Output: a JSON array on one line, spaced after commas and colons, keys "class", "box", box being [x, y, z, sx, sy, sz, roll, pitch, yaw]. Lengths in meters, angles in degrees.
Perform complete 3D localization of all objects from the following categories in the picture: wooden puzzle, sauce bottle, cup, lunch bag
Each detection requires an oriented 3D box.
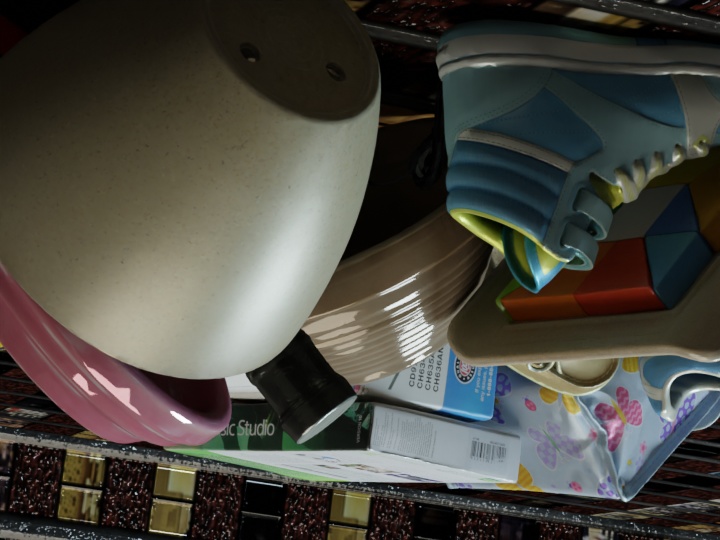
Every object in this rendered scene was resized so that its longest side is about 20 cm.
[{"class": "wooden puzzle", "box": [0.156, -0.022, 1.362, 0.200, 0.185, 0.037, -1, 131, 52]}, {"class": "sauce bottle", "box": [-0.077, 0.000, 1.333, 0.065, 0.200, 0.065, -38, 173, -6]}, {"class": "cup", "box": [-0.070, -0.069, 1.235, 0.200, 0.201, 0.143, 14, 139, -33]}, {"class": "lunch bag", "box": [0.160, 0.064, 1.784, 0.169, 0.200, 0.127, -2, 123, 44]}]

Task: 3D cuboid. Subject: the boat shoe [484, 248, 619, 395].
[{"class": "boat shoe", "box": [0.096, 0.009, 1.594, 0.201, 0.073, 0.063, 50, 173, -24]}]

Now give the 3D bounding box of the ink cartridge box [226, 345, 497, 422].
[{"class": "ink cartridge box", "box": [-0.026, 0.014, 1.687, 0.200, 0.148, 0.144, 14, 168, -36]}]

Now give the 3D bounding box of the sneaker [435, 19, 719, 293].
[{"class": "sneaker", "box": [0.132, -0.049, 1.298, 0.199, 0.131, 0.080, 6, 170, -6]}]

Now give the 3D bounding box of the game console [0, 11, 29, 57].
[{"class": "game console", "box": [-0.235, -0.085, 1.411, 0.200, 0.031, 0.177, -21, 140, 40]}]

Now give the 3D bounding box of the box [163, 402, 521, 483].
[{"class": "box", "box": [-0.013, 0.115, 1.725, 0.200, 0.036, 0.144, -5, 164, 44]}]

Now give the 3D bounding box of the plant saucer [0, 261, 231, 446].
[{"class": "plant saucer", "box": [-0.146, 0.014, 1.320, 0.051, 0.201, 0.200, -38, 157, 10]}]

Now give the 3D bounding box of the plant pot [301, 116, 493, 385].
[{"class": "plant pot", "box": [0.000, 0.000, 1.452, 0.200, 0.093, 0.201, -21, -158, 9]}]

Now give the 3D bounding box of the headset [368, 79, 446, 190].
[{"class": "headset", "box": [-0.042, -0.090, 1.419, 0.199, 0.094, 0.123, 19, 178, 21]}]

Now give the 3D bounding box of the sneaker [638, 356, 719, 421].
[{"class": "sneaker", "box": [0.276, 0.054, 1.649, 0.199, 0.073, 0.072, -11, 164, 18]}]

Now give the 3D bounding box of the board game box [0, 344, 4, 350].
[{"class": "board game box", "box": [-0.262, -0.013, 1.456, 0.199, 0.057, 0.165, -7, 149, 24]}]
